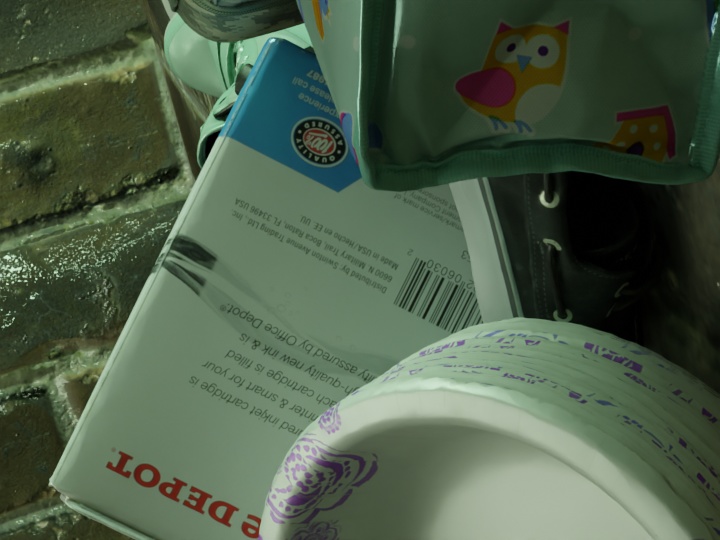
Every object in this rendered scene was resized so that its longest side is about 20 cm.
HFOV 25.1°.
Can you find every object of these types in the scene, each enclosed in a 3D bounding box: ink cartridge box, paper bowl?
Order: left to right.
[{"bbox_3d":[-0.018,0.027,0.671,0.200,0.146,0.086,-63,7,0],"label":"ink cartridge box"},{"bbox_3d":[0.070,0.115,0.564,0.200,0.104,0.201,14,116,31],"label":"paper bowl"}]

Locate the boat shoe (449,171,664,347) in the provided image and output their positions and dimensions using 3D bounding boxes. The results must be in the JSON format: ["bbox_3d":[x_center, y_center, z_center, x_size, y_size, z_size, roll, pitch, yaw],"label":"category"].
[{"bbox_3d":[0.077,-0.012,0.586,0.057,0.069,0.200,11,142,35],"label":"boat shoe"}]

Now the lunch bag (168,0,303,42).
[{"bbox_3d":[-0.035,-0.207,0.660,0.168,0.139,0.200,133,119,-81],"label":"lunch bag"}]

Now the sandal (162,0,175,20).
[{"bbox_3d":[-0.039,-0.141,0.956,0.202,0.050,0.083,26,139,36],"label":"sandal"}]

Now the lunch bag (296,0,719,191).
[{"bbox_3d":[0.035,-0.144,0.425,0.170,0.122,0.200,-108,16,-57],"label":"lunch bag"}]

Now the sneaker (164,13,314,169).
[{"bbox_3d":[-0.068,-0.102,0.872,0.200,0.118,0.074,9,131,46],"label":"sneaker"}]
